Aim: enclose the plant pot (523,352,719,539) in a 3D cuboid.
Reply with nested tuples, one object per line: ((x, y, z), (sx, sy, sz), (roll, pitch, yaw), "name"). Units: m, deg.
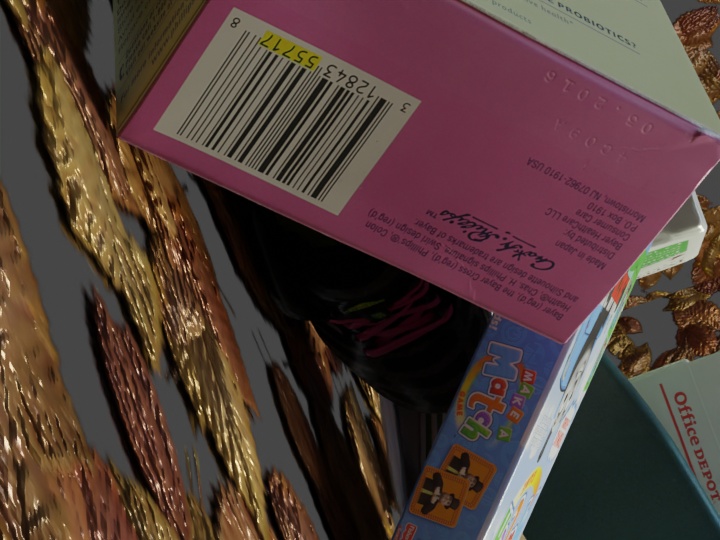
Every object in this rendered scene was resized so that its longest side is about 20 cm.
((0.135, 0.139, 1.204), (0.200, 0.141, 0.141), (64, 4, 19), "plant pot")

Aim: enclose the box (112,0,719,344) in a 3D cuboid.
((0.010, -0.097, 0.692), (0.176, 0.097, 0.200), (24, 30, -24), "box")

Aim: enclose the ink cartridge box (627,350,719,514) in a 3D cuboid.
((0.183, 0.134, 1.309), (0.067, 0.200, 0.117), (45, 26, -75), "ink cartridge box")

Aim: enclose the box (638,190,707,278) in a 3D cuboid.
((0.103, -0.078, 1.298), (0.171, 0.199, 0.200), (26, 46, -81), "box")

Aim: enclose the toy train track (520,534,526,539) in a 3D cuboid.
((0.037, 0.090, 1.011), (0.200, 0.033, 0.115), (60, 17, -26), "toy train track")

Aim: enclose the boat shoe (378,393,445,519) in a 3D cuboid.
((0.041, 0.031, 0.927), (0.067, 0.074, 0.200), (19, 57, -54), "boat shoe")

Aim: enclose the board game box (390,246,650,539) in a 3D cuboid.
((0.066, 0.049, 0.792), (0.200, 0.037, 0.151), (-65, 168, -2), "board game box")

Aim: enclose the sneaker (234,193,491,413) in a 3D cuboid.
((0.000, 0.000, 0.790), (0.087, 0.074, 0.200), (-102, 165, -53), "sneaker")
